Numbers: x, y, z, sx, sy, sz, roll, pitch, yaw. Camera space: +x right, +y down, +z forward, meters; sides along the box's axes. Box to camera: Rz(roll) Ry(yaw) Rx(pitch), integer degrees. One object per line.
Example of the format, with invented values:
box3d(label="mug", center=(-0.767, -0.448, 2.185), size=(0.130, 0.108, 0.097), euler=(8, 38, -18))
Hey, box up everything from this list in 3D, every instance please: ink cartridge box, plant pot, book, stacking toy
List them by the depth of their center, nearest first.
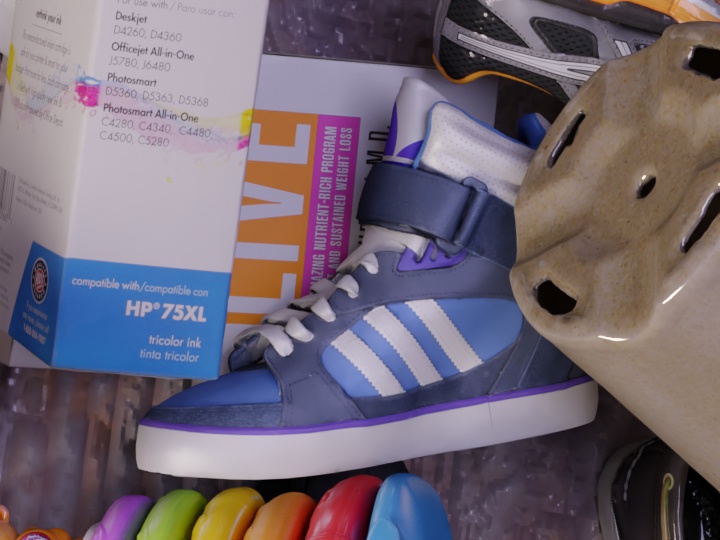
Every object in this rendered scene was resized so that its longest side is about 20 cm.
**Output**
box3d(label="ink cartridge box", center=(-0.086, -0.070, 1.027), size=(0.067, 0.116, 0.202), euler=(6, 98, -23))
box3d(label="plant pot", center=(0.163, 0.005, 1.065), size=(0.183, 0.200, 0.202), euler=(32, 70, -31))
box3d(label="stacking toy", center=(-0.069, 0.122, 1.066), size=(0.198, 0.110, 0.117), euler=(9, 84, 12))
box3d(label="book", center=(-0.046, -0.023, 1.139), size=(0.199, 0.048, 0.135), euler=(3, 95, -22))

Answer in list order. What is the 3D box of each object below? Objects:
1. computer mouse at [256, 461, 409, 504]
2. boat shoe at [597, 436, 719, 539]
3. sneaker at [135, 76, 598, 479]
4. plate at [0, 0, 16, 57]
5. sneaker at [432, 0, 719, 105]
box3d(label="computer mouse", center=(0.001, 0.169, 1.130), size=(0.140, 0.046, 0.201), euler=(28, 71, -15))
box3d(label="boat shoe", center=(0.159, 0.167, 1.189), size=(0.071, 0.061, 0.202), euler=(-20, 89, -25))
box3d(label="sneaker", center=(0.000, 0.000, 1.103), size=(0.199, 0.081, 0.148), euler=(-7, 93, -19))
box3d(label="plate", center=(-0.145, -0.206, 1.142), size=(0.199, 0.032, 0.201), euler=(34, 71, -15))
box3d(label="sneaker", center=(0.119, -0.089, 1.138), size=(0.199, 0.078, 0.078), euler=(21, 116, -15))
